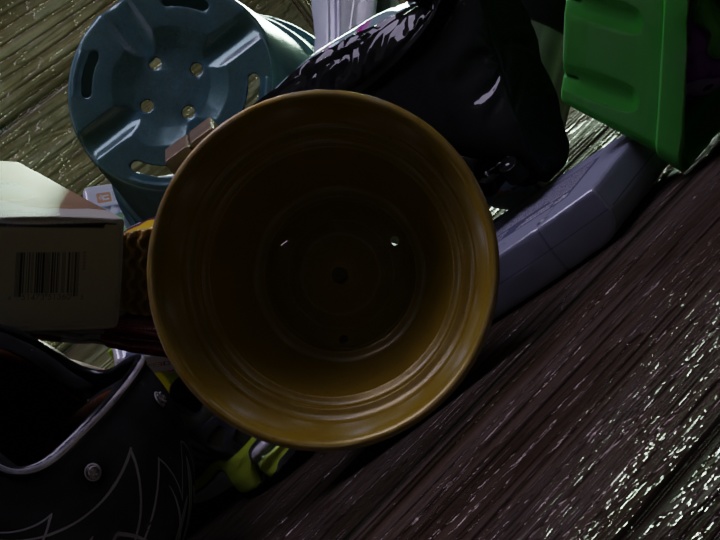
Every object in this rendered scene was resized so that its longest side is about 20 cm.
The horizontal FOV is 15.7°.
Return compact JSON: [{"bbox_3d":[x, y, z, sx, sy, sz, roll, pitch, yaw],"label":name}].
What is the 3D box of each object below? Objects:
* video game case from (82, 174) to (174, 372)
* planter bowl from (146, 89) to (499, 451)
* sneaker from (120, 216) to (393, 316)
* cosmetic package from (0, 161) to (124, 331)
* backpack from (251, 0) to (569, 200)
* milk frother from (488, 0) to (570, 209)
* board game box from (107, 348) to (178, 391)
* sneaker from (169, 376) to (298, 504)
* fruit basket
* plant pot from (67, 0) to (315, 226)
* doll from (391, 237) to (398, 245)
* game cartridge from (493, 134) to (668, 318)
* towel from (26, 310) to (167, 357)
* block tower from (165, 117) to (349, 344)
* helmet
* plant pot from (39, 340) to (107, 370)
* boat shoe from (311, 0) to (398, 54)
[{"bbox_3d":[-0.108,-0.007,1.975,0.181,0.023,0.201,-10,43,-7],"label":"video game case"},{"bbox_3d":[-0.016,0.002,1.494,0.200,0.201,0.083,-37,-7,5],"label":"planter bowl"},{"bbox_3d":[-0.060,-0.009,1.657,0.199,0.075,0.090,5,16,10],"label":"sneaker"},{"bbox_3d":[-0.233,-0.019,1.665,0.105,0.072,0.200,-1,13,-28],"label":"cosmetic package"},{"bbox_3d":[0.030,-0.092,1.721,0.199,0.168,0.126,-24,-19,29],"label":"backpack"},{"bbox_3d":[0.152,-0.137,1.848,0.199,0.180,0.189,6,74,39],"label":"milk frother"},{"bbox_3d":[-0.089,0.039,2.014,0.200,0.102,0.048,-42,4,-34],"label":"board game box"},{"bbox_3d":[-0.091,0.097,1.691,0.074,0.081,0.200,-40,6,-23],"label":"sneaker"},{"bbox_3d":[0.243,-0.162,1.591,0.214,0.156,0.216,0,30,0],"label":"fruit basket"},{"bbox_3d":[-0.112,-0.111,1.865,0.200,0.201,0.196,-37,-15,3],"label":"plant pot"},{"bbox_3d":[0.000,0.000,1.789,0.135,0.049,0.200,1,7,-7],"label":"doll"},{"bbox_3d":[0.097,-0.011,1.622,0.200,0.041,0.133,-34,4,36],"label":"game cartridge"},{"bbox_3d":[-0.167,0.025,1.704,0.199,0.023,0.144,6,13,13],"label":"towel"},{"bbox_3d":[-0.038,-0.003,1.571,0.054,0.200,0.058,-36,11,4],"label":"block tower"},{"bbox_3d":[-0.194,0.132,1.518,0.200,0.190,0.201,19,-90,-86],"label":"helmet"},{"bbox_3d":[-0.223,0.136,1.757,0.200,0.201,0.179,-35,-10,20],"label":"plant pot"},{"bbox_3d":[0.006,-0.145,1.857,0.066,0.201,0.074,-12,-11,17],"label":"boat shoe"}]
